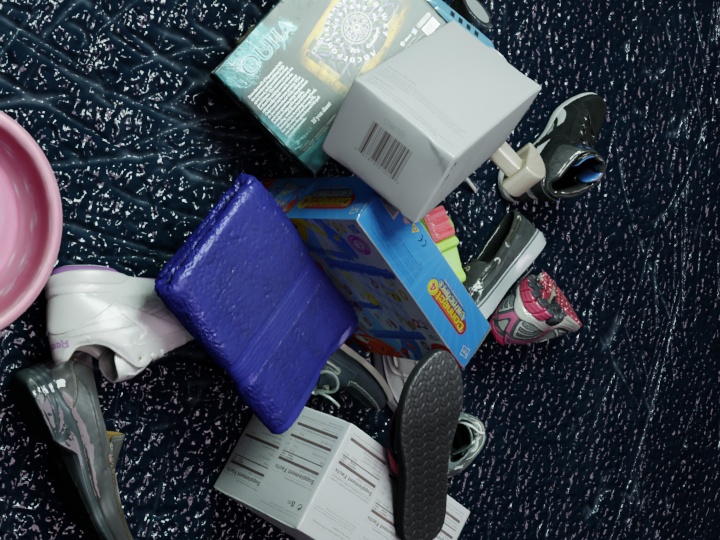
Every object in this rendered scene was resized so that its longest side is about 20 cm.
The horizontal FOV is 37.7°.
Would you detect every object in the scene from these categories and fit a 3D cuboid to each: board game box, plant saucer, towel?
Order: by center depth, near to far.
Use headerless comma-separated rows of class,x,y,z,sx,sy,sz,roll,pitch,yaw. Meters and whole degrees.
plant saucer,-0.342,-0.041,0.849,0.198,0.050,0.204,-7,101,-38
towel,-0.093,0.032,0.963,0.149,0.049,0.201,-55,129,-29
board game box,-0.028,-0.207,0.990,0.135,0.028,0.200,44,80,-11
board game box,0.000,0.000,1.029,0.056,0.194,0.201,-52,122,-25

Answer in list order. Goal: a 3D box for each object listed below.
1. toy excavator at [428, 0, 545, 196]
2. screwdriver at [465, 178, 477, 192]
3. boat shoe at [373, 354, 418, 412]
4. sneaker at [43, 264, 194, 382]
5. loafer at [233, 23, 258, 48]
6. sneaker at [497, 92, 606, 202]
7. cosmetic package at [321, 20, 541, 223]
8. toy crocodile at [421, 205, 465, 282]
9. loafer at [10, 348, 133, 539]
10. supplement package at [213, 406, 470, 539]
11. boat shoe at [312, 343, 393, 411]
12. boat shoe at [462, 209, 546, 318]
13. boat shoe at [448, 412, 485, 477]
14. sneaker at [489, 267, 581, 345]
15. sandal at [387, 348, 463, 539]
toy excavator,0.099,-0.187,1.079,0.193,0.099,0.202,30,38,-34
screwdriver,0.097,-0.131,1.167,0.200,0.029,0.028,40,68,-49
boat shoe,0.058,0.081,1.170,0.071,0.065,0.203,-21,108,-34
sneaker,-0.192,0.053,0.955,0.197,0.074,0.102,6,75,-33
loafer,-0.036,-0.180,1.051,0.199,0.076,0.068,39,86,-35
sneaker,0.266,-0.144,1.275,0.200,0.111,0.074,-44,121,-25
cosmetic package,0.067,-0.139,0.942,0.200,0.112,0.082,-38,164,-51
toy crocodile,0.060,-0.075,1.127,0.067,0.061,0.203,-16,80,-42
loafer,-0.239,0.167,0.947,0.072,0.072,0.203,-31,115,-35
supplement package,-0.019,0.233,1.074,0.200,0.155,0.112,42,70,-34
boat shoe,-0.044,0.092,1.086,0.200,0.074,0.062,45,68,-32
boat shoe,0.140,0.010,1.234,0.057,0.068,0.200,48,65,-10
boat shoe,0.109,0.199,1.191,0.199,0.061,0.074,2,80,-62
sneaker,0.206,0.050,1.262,0.074,0.081,0.199,-38,161,17
sandal,0.053,0.167,1.005,0.074,0.045,0.203,-10,115,-33
